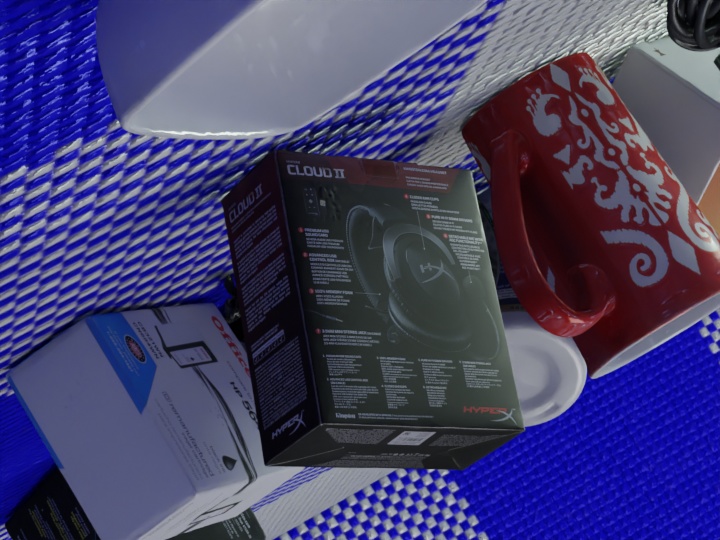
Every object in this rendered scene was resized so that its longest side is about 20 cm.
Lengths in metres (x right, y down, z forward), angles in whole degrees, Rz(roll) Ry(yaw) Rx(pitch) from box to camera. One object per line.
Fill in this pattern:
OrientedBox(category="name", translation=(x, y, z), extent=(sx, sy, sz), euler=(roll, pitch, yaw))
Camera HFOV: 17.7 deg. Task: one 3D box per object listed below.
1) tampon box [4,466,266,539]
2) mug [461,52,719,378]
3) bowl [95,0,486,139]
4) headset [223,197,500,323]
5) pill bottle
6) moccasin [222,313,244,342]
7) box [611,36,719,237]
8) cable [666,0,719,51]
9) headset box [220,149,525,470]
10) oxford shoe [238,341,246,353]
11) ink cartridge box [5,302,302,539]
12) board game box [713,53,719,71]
OrientedBox(category="tampon box", translation=(-0.201, 0.231, 2.042), extent=(0.126, 0.150, 0.200), euler=(-24, 168, -33))
OrientedBox(category="mug", translation=(0.162, -0.044, 1.612), extent=(0.133, 0.200, 0.178), euler=(-33, 170, 12))
OrientedBox(category="bowl", translation=(-0.011, -0.139, 0.979), extent=(0.200, 0.075, 0.200), euler=(-34, 170, 21))
OrientedBox(category="headset", translation=(0.000, 0.000, 1.635), extent=(0.200, 0.124, 0.094), euler=(-17, -169, 5))
OrientedBox(category="pill bottle", translation=(0.123, 0.021, 1.851), extent=(0.111, 0.111, 0.200), euler=(-36, -151, 27))
OrientedBox(category="moccasin", translation=(-0.048, 0.035, 1.736), extent=(0.068, 0.081, 0.200), euler=(-12, 158, -50))
OrientedBox(category="box", translation=(0.246, -0.075, 1.781), extent=(0.152, 0.106, 0.200), euler=(-20, 141, -49))
OrientedBox(category="cable", translation=(0.292, -0.221, 1.597), extent=(0.200, 0.051, 0.163), euler=(-40, 172, 32))
OrientedBox(category="headset box", translation=(0.005, 0.017, 1.428), extent=(0.149, 0.200, 0.077), euler=(4, 153, -33))
OrientedBox(category="oxford shoe", translation=(-0.126, 0.100, 1.757), extent=(0.200, 0.075, 0.058), euler=(-17, 162, 30))
OrientedBox(category="ink cartridge box", translation=(-0.136, 0.105, 1.616), extent=(0.084, 0.146, 0.200), euler=(-36, 170, 19))
OrientedBox(category="board game box", translation=(0.322, -0.199, 1.580), extent=(0.105, 0.023, 0.200), euler=(-35, 173, -25))
